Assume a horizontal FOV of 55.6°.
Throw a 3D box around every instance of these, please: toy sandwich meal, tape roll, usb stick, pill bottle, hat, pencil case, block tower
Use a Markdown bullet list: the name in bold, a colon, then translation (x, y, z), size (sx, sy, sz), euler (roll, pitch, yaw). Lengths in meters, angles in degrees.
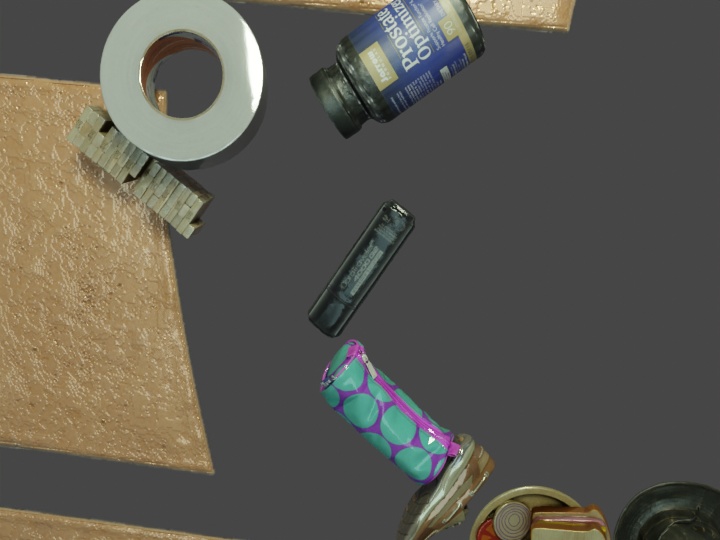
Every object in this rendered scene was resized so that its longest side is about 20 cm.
- **toy sandwich meal**: translation (0.249, 0.397, 0.945), size (0.198, 0.070, 0.212), euler (1, 102, 5)
- **tape roll**: translation (-0.212, -0.231, 0.838), size (0.194, 0.066, 0.207), euler (0, 88, -2)
- **usb stick**: translation (0.000, 0.000, 0.907), size (0.055, 0.033, 0.202), euler (36, 102, 4)
- **pill bottle**: translation (0.040, -0.250, 0.812), size (0.197, 0.112, 0.113), euler (-34, 97, 10)
- **hat**: translation (0.442, 0.383, 0.911), size (0.194, 0.081, 0.207), euler (-1, 104, -3)
- **pencil case**: translation (0.035, 0.190, 0.915), size (0.199, 0.085, 0.092), euler (43, 130, -5)
- **block tower**: translation (-0.281, -0.130, 0.894), size (0.199, 0.054, 0.058), euler (41, 103, -4)

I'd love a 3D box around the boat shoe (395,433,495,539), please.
- **boat shoe**: translation (0.116, 0.325, 0.943), size (0.071, 0.076, 0.203), euler (31, 104, -4)
